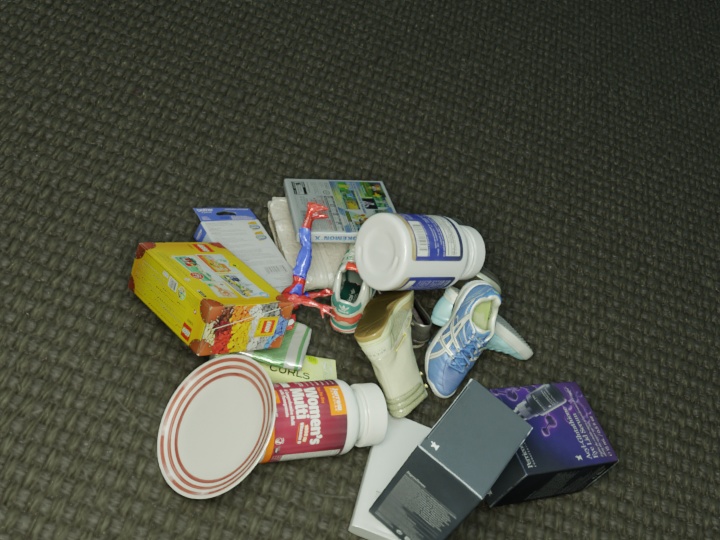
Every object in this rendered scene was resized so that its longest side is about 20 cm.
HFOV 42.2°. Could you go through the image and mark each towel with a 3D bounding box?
[{"bbox_3d":[-0.174,0.088,1.409,0.199,0.023,0.153,21,19,-5],"label":"towel"},{"bbox_3d":[-0.081,-0.049,1.602,0.132,0.035,0.200,-3,53,-25],"label":"towel"}]

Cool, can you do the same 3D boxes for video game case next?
[{"bbox_3d":[-0.031,-0.103,1.593,0.182,0.022,0.200,0,31,-12],"label":"video game case"}]

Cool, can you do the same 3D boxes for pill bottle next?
[{"bbox_3d":[-0.069,0.212,1.331,0.199,0.110,0.110,-1,52,-24],"label":"pill bottle"},{"bbox_3d":[0.100,-0.029,1.478,0.200,0.120,0.120,1,50,-43],"label":"pill bottle"}]

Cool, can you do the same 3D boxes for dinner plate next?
[{"bbox_3d":[-0.191,0.210,1.256,0.024,0.200,0.201,41,27,-49],"label":"dinner plate"}]

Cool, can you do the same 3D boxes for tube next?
[{"bbox_3d":[-0.127,0.145,1.408,0.199,0.052,0.058,14,81,-18],"label":"tube"}]

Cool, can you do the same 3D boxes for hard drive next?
[{"bbox_3d":[0.068,0.312,1.363,0.132,0.026,0.200,23,46,-4],"label":"hard drive"}]

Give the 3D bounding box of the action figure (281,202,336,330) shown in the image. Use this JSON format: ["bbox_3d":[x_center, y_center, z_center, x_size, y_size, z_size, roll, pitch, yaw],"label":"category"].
[{"bbox_3d":[-0.067,0.004,1.445,0.099,0.065,0.201,17,76,4],"label":"action figure"}]

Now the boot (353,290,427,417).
[{"bbox_3d":[0.060,0.123,1.456,0.155,0.072,0.200,68,23,-15],"label":"boot"}]

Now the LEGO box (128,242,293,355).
[{"bbox_3d":[-0.219,0.035,1.354,0.149,0.077,0.200,-1,28,-45],"label":"LEGO box"}]

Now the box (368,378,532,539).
[{"bbox_3d":[0.120,0.271,1.265,0.107,0.200,0.148,38,48,11],"label":"box"}]

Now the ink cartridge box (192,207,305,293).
[{"bbox_3d":[-0.187,-0.023,1.509,0.119,0.042,0.200,-5,51,-43],"label":"ink cartridge box"}]

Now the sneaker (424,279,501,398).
[{"bbox_3d":[0.163,0.110,1.483,0.076,0.077,0.201,21,91,-18],"label":"sneaker"}]

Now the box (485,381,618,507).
[{"bbox_3d":[0.265,0.262,1.423,0.199,0.104,0.148,-1,52,-35],"label":"box"}]

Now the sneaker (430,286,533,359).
[{"bbox_3d":[0.201,0.106,1.580,0.200,0.082,0.074,35,13,-17],"label":"sneaker"}]

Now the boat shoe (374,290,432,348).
[{"bbox_3d":[0.062,0.037,1.573,0.067,0.057,0.200,-15,59,-33],"label":"boat shoe"}]

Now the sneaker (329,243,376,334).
[{"bbox_3d":[0.000,0.000,1.511,0.070,0.094,0.200,15,59,5],"label":"sneaker"}]

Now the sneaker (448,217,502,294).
[{"bbox_3d":[0.183,-0.028,1.625,0.200,0.075,0.106,31,59,31],"label":"sneaker"}]
